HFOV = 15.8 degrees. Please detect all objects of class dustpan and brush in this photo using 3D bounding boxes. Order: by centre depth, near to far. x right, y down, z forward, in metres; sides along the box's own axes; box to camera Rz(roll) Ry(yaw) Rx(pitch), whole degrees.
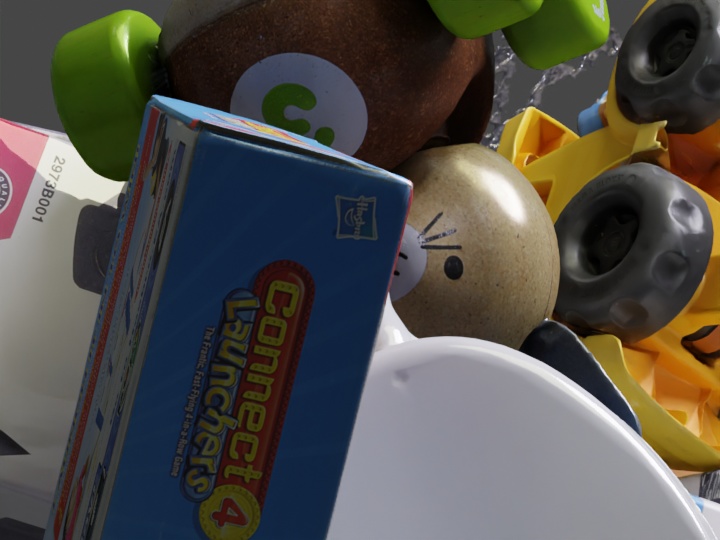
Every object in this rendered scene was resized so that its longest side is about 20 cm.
[{"bbox_3d":[0.016,0.046,0.770,0.139,0.201,0.057,-20,-21,-2],"label":"dustpan and brush"}]

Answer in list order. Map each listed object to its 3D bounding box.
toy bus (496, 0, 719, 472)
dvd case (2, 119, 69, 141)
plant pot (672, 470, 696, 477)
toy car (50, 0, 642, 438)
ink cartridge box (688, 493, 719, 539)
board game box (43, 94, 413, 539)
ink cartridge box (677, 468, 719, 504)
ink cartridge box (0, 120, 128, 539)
[{"bbox_3d":[0.108,-0.015,1.085,0.135,0.201,0.191,33,-25,-35],"label":"toy bus"},{"bbox_3d":[-0.213,-0.001,1.125,0.148,0.016,0.201,13,48,-2],"label":"dvd case"},{"bbox_3d":[0.149,0.129,1.306,0.199,0.141,0.200,20,2,-1],"label":"plant pot"},{"bbox_3d":[0.014,-0.010,0.884,0.163,0.201,0.158,-21,-10,19],"label":"toy car"},{"bbox_3d":[0.133,0.149,0.864,0.199,0.086,0.147,20,-25,-4],"label":"ink cartridge box"},{"bbox_3d":[-0.049,0.058,0.704,0.055,0.201,0.196,13,4,-9],"label":"board game box"},{"bbox_3d":[0.189,0.138,1.004,0.144,0.085,0.199,31,-30,-30],"label":"ink cartridge box"},{"bbox_3d":[-0.092,0.044,0.976,0.199,0.146,0.084,19,-30,-4],"label":"ink cartridge box"}]
